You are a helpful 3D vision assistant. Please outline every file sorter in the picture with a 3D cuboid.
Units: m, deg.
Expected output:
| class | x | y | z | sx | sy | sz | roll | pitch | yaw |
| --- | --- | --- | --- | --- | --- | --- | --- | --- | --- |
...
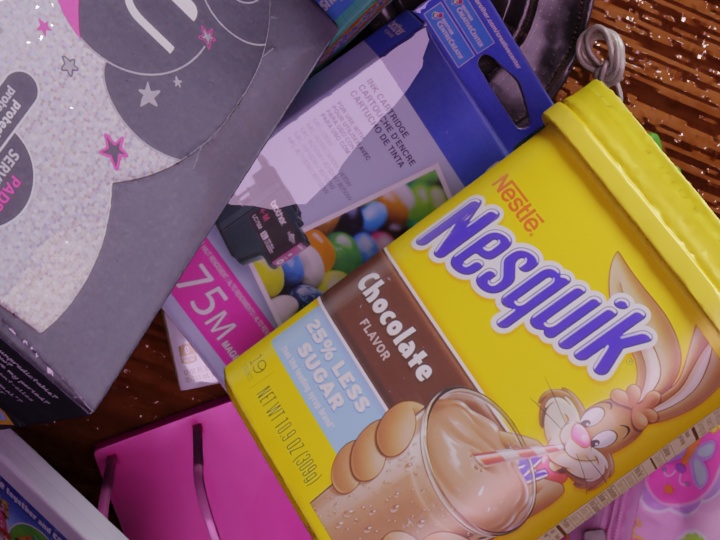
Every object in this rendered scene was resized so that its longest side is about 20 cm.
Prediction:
| class | x | y | z | sx | sy | sz | roll | pitch | yaw |
| --- | --- | --- | --- | --- | --- | --- | --- | --- | --- |
| file sorter | -0.015 | 0.131 | 0.775 | 0.198 | 0.125 | 0.140 | -20 | 103 | -3 |

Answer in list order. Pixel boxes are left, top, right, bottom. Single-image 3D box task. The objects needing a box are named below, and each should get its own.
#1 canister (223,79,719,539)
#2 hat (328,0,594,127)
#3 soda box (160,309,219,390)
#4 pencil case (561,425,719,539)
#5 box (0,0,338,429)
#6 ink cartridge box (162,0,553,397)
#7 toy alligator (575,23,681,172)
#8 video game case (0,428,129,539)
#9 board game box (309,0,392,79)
| class | x | y | z | sx | sy | sz | roll | pitch | yaw |
| --- | --- | --- | --- | --- | --- | --- | --- | --- | --- |
| canister | 0.059 | 0.039 | 0.655 | 0.199 | 0.087 | 0.149 | -36 | 62 | 3 |
| hat | 0.023 | -0.138 | 0.748 | 0.198 | 0.081 | 0.203 | -1 | 102 | -6 |
| soda box | 0.000 | 0.000 | 0.782 | 0.198 | 0.064 | 0.069 | -12 | 103 | -4 |
| pencil case | 0.129 | 0.085 | 0.709 | 0.087 | 0.087 | 0.202 | 21 | 74 | -11 |
| box | -0.122 | -0.058 | 0.622 | 0.132 | 0.114 | 0.201 | 44 | 58 | -23 |
| ink cartridge box | 0.002 | -0.028 | 0.718 | 0.199 | 0.042 | 0.120 | -36 | 112 | 0 |
| toy alligator | 0.146 | -0.027 | 0.803 | 0.054 | 0.059 | 0.202 | -21 | 106 | -46 |
| video game case | -0.141 | 0.184 | 0.742 | 0.143 | 0.018 | 0.201 | 39 | 131 | 20 |
| board game box | -0.056 | -0.187 | 0.678 | 0.045 | 0.152 | 0.201 | -38 | 91 | -39 |
